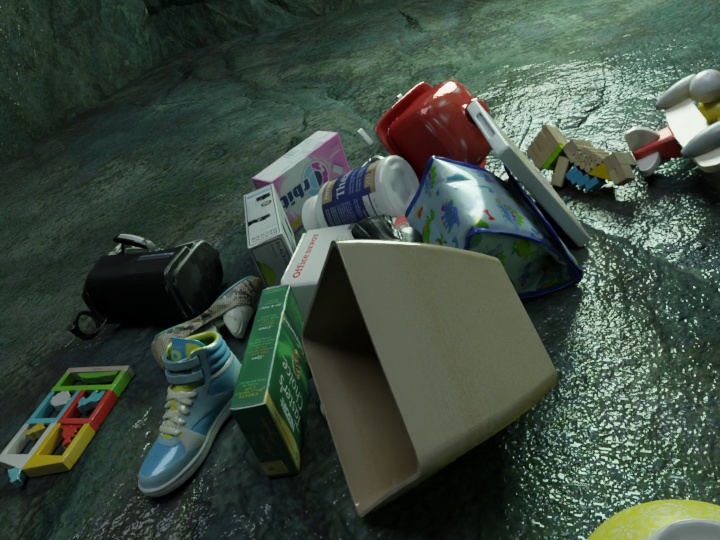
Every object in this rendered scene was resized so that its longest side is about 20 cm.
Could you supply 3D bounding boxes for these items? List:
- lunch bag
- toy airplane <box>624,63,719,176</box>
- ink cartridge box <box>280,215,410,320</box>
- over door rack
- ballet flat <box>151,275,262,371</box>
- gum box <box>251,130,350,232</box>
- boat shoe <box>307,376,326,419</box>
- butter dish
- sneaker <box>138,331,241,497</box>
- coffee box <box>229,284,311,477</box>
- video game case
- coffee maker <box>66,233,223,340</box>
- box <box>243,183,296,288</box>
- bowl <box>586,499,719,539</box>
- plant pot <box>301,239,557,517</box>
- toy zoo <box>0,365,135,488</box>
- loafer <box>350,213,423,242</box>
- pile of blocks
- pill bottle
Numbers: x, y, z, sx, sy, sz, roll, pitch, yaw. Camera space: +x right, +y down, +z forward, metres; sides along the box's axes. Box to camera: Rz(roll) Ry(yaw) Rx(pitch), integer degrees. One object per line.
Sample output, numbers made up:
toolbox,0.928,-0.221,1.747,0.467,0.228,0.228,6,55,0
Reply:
lunch bag,0.183,-0.054,0.754,0.196,0.129,0.172,9,39,-23
toy airplane,0.491,-0.220,0.828,0.197,0.143,0.199,-33,36,-17
ink cartridge box,0.000,0.000,0.838,0.196,0.084,0.148,-6,36,20
over door rack,0.022,-0.201,1.041,0.066,0.201,0.148,37,53,5
ballet flat,-0.224,0.091,0.864,0.198,0.068,0.076,-33,57,-7
gum box,-0.105,-0.180,1.117,0.065,0.115,0.200,17,50,42
boat shoe,0.024,0.104,0.695,0.199,0.075,0.062,-38,47,-8
butter dish,0.156,-0.235,0.950,0.200,0.200,0.147,-48,10,-35
sneaker,-0.224,0.160,0.696,0.078,0.132,0.201,2,40,28
coffee box,-0.098,0.127,0.684,0.043,0.125,0.202,-10,34,9
video game case,0.241,-0.144,0.819,0.023,0.199,0.183,-40,28,21
coffee maker,-0.356,0.038,0.961,0.196,0.135,0.196,-2,61,27
box,-0.148,-0.050,0.959,0.059,0.118,0.201,-21,35,-1
bowl,0.232,0.231,0.374,0.196,0.109,0.202,-14,34,9
plant pot,0.065,0.090,0.548,0.174,0.201,0.203,-12,63,-21
toy zoo,-0.433,0.222,0.821,0.128,0.021,0.202,-6,37,21
loafer,0.050,-0.025,0.709,0.070,0.069,0.201,-32,32,-6
pile of blocks,0.360,-0.170,0.910,0.061,0.084,0.200,-2,29,-31
pill bottle,-0.004,-0.109,0.946,0.197,0.112,0.112,-14,30,40
